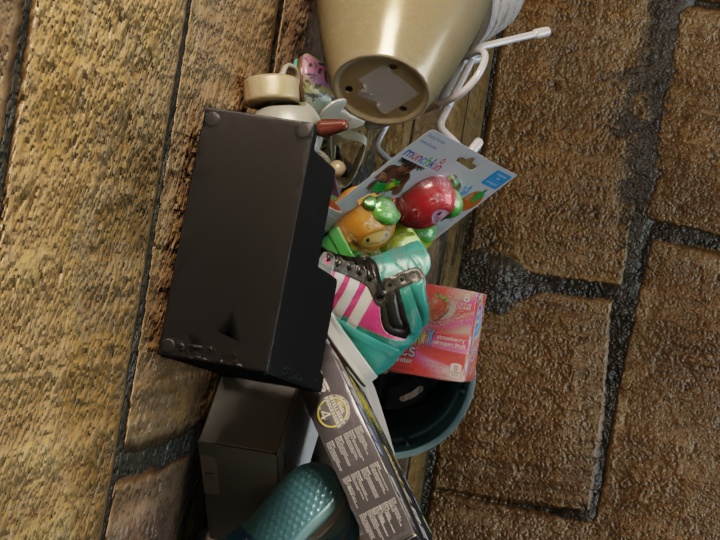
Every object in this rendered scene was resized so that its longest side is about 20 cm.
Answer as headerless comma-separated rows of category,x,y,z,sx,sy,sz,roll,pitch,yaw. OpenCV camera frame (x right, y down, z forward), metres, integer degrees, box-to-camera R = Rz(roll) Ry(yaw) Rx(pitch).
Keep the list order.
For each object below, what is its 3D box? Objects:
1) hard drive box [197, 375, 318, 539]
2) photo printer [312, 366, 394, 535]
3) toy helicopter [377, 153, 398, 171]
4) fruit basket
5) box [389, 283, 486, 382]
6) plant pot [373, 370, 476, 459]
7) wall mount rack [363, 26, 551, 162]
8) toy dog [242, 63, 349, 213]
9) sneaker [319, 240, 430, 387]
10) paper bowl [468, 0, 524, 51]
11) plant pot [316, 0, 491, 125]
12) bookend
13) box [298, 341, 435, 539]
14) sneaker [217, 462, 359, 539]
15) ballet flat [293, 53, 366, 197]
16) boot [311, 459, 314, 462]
hard drive box,-0.087,0.138,1.773,0.156,0.076,0.200,90,13,-47
photo printer,-0.024,0.202,1.977,0.200,0.069,0.167,134,-59,-68
toy helicopter,-0.013,-0.035,1.921,0.200,0.079,0.132,-57,155,3
fruit basket,0.039,-0.048,1.786,0.185,0.200,0.094,22,41,-58
box,0.030,0.057,2.030,0.095,0.199,0.103,10,88,-79
plant pot,0.035,0.109,2.202,0.196,0.199,0.201,-62,161,-86
wall mount rack,0.096,-0.183,1.852,0.200,0.075,0.174,-12,-136,57
toy dog,-0.042,-0.115,1.656,0.200,0.096,0.132,-39,127,-73
sneaker,0.000,0.000,1.690,0.200,0.121,0.084,57,-3,-29
paper bowl,0.067,-0.316,1.931,0.104,0.200,0.201,-37,144,-34
plant pot,0.035,-0.241,1.749,0.188,0.187,0.200,88,10,-51
bookend,-0.078,-0.011,1.537,0.199,0.092,0.201,33,67,-77
box,0.006,0.178,1.678,0.200,0.049,0.161,64,4,24
sneaker,-0.076,0.278,1.696,0.200,0.080,0.131,-41,146,-8
ballet flat,-0.029,-0.141,1.872,0.200,0.071,0.069,89,8,-50
boot,-0.096,0.286,1.893,0.154,0.073,0.204,-58,155,-61
